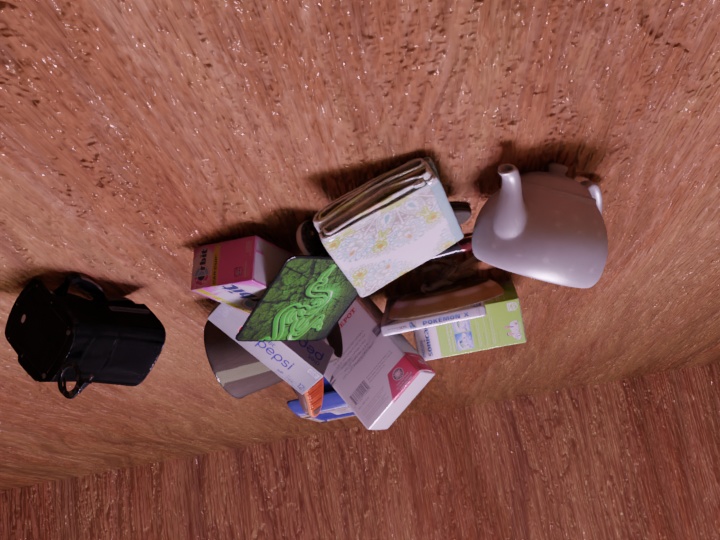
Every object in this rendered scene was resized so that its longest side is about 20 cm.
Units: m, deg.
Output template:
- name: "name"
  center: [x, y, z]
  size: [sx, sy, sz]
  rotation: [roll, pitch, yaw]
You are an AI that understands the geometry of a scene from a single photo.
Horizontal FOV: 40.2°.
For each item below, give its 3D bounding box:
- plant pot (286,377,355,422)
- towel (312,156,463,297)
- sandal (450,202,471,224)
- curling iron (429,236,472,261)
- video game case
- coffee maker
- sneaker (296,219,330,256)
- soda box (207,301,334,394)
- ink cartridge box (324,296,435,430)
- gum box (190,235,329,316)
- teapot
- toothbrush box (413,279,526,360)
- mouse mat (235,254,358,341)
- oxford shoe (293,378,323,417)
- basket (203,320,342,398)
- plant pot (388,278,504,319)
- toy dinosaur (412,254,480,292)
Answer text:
- name: "plant pot"
  center: [-0.048, 0.192, 1.932]
  size: [0.196, 0.184, 0.200]
  rotation: [-12, 164, 12]
- name: "towel"
  center: [0.041, -0.055, 1.281]
  size: [0.169, 0.049, 0.200]
  rotation: [-28, 149, 4]
- name: "sandal"
  center: [0.072, -0.041, 1.395]
  size: [0.197, 0.055, 0.082]
  rotation: [-21, 168, -23]
- name: "curling iron"
  center: [0.159, -0.042, 1.537]
  size: [0.196, 0.026, 0.050]
  rotation: [-15, 170, 14]
- name: "video game case"
  center: [0.129, 0.063, 1.735]
  size: [0.179, 0.022, 0.200]
  rotation: [-12, -169, 7]
- name: "coffee maker"
  center: [-0.394, 0.115, 1.453]
  size: [0.134, 0.195, 0.199]
  rotation: [-35, 156, 23]
- name: "sneaker"
  center: [-0.043, -0.022, 1.420]
  size: [0.071, 0.073, 0.199]
  rotation: [-4, 163, 27]
- name: "soda box"
  center: [-0.139, 0.100, 1.551]
  size: [0.199, 0.069, 0.063]
  rotation: [40, 127, -11]
- name: "ink cartridge box"
  center: [0.014, 0.161, 1.754]
  size: [0.146, 0.200, 0.084]
  rotation: [-49, 155, 13]
- name: "gum box"
  center: [-0.137, 0.019, 1.424]
  size: [0.112, 0.068, 0.199]
  rotation: [-9, 158, 31]
- name: "teapot"
  center: [0.249, -0.069, 1.312]
  size: [0.193, 0.149, 0.200]
  rotation: [14, -173, -4]
- name: "toothbrush box"
  center: [0.196, 0.091, 1.807]
  size: [0.196, 0.088, 0.146]
  rotation: [-12, -169, 7]
- name: "mouse mat"
  center: [-0.074, 0.044, 1.392]
  size: [0.158, 0.008, 0.201]
  rotation: [2, 142, -35]
- name: "oxford shoe"
  center: [-0.121, 0.174, 1.820]
  size: [0.072, 0.204, 0.071]
  rotation: [-13, -177, 25]
- name: "basket"
  center: [-0.139, 0.123, 1.674]
  size: [0.196, 0.138, 0.181]
  rotation: [-17, 152, 12]
- name: "plant pot"
  center: [0.139, 0.044, 1.625]
  size: [0.196, 0.028, 0.200]
  rotation: [-13, -178, 1]
- name: "toy dinosaur"
  center: [0.141, 0.009, 1.646]
  size: [0.099, 0.059, 0.200]
  rotation: [-3, 162, -27]
